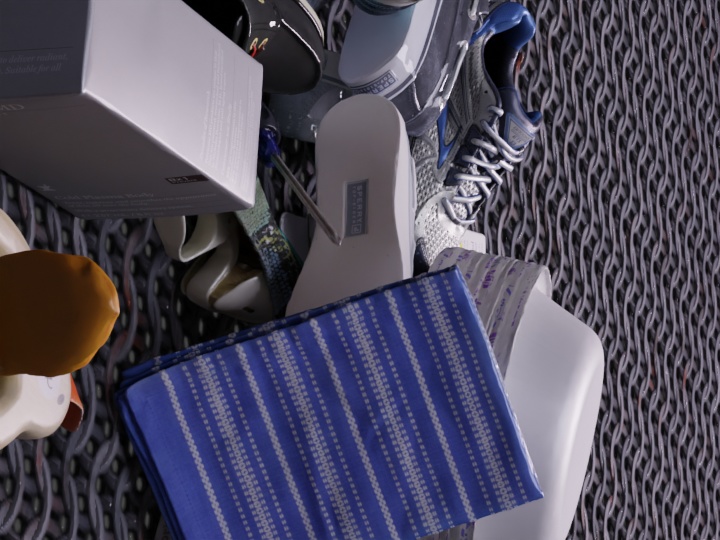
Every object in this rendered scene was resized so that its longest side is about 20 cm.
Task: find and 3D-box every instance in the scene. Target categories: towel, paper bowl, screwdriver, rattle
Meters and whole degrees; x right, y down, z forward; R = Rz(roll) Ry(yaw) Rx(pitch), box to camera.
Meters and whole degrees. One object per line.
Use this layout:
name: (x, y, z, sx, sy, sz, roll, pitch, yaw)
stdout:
towel: (-0.018, 0.091, 1.602, 0.024, 0.200, 0.145, -89, 159, -74)
paper bowl: (0.077, 0.093, 1.717, 0.201, 0.104, 0.201, 13, 90, -80)
screwdriver: (-0.046, -0.054, 1.647, 0.200, 0.029, 0.028, -118, -177, -58)
rattle: (-0.136, 0.029, 1.414, 0.200, 0.143, 0.130, 40, 34, -54)

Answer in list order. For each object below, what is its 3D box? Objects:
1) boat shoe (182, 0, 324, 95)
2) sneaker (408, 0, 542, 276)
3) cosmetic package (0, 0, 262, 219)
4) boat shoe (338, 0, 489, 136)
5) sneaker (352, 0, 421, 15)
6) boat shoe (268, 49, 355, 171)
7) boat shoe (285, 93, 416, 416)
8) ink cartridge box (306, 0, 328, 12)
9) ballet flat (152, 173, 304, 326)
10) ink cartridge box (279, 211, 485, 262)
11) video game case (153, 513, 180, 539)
boat shoe: (-0.085, -0.131, 1.587, 0.201, 0.074, 0.063, 28, 34, -51)
sneaker: (0.062, -0.079, 1.795, 0.077, 0.085, 0.200, 37, 58, -60)
cosmetic package: (-0.134, -0.092, 1.461, 0.200, 0.107, 0.090, 28, 62, -63)
boat shoe: (0.046, -0.168, 1.774, 0.068, 0.072, 0.200, 44, 46, -33)
sneaker: (0.043, -0.233, 1.711, 0.200, 0.078, 0.086, -60, -173, -20)
boat shoe: (-0.011, -0.088, 1.835, 0.201, 0.070, 0.072, 25, 84, -67)
boat shoe: (0.000, 0.000, 1.679, 0.069, 0.072, 0.200, 55, 29, -56)
ink cartridge box: (-0.011, -0.213, 1.696, 0.200, 0.047, 0.160, -52, 178, 31)
ballet flat: (-0.080, -0.018, 1.663, 0.074, 0.074, 0.200, -71, 149, -41)
ink cartridge box: (0.016, 0.025, 1.875, 0.200, 0.067, 0.117, 12, 77, -67)
video game case: (-0.097, 0.234, 1.649, 0.143, 0.018, 0.200, 63, 33, -48)
